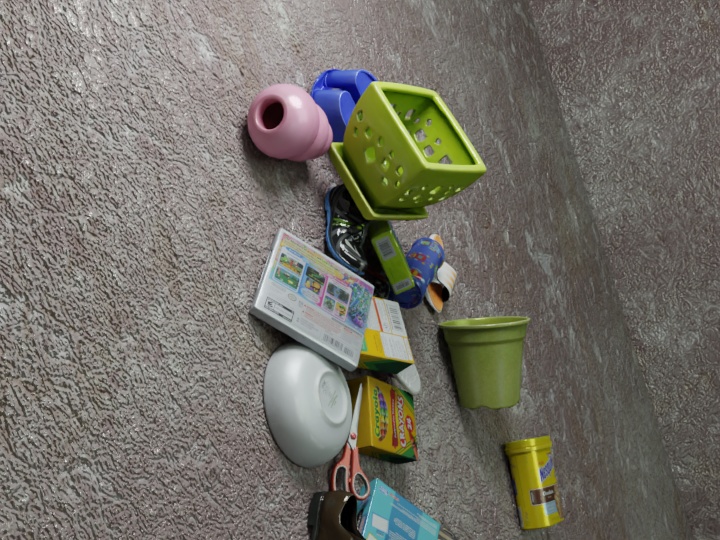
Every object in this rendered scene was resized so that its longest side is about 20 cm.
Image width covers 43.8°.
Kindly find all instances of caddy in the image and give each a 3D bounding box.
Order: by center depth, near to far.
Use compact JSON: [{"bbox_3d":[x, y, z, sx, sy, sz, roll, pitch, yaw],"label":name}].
[{"bbox_3d":[-0.019,-0.301,1.752,0.142,0.104,0.201,-56,130,-29],"label":"caddy"}]

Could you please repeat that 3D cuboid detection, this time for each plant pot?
[{"bbox_3d":[0.073,-0.200,1.617,0.198,0.181,0.201,-4,57,-50],"label":"plant pot"},{"bbox_3d":[0.276,0.201,1.950,0.200,0.199,0.186,-7,92,-62],"label":"plant pot"}]

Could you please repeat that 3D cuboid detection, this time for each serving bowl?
[{"bbox_3d":[-0.069,0.207,1.423,0.200,0.065,0.202,38,43,-47],"label":"serving bowl"}]

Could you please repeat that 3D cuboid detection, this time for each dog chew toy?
[{"bbox_3d":[-0.110,-0.244,1.543,0.200,0.124,0.126,16,61,-67],"label":"dog chew toy"}]

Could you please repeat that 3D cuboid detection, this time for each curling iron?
[{"bbox_3d":[0.000,0.000,1.701,0.200,0.025,0.050,41,39,-45],"label":"curling iron"}]

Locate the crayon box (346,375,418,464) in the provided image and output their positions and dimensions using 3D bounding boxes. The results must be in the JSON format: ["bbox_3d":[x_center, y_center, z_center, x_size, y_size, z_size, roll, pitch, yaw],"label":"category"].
[{"bbox_3d":[0.032,0.266,1.590,0.200,0.050,0.128,29,51,-52],"label":"crayon box"}]

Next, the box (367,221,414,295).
[{"bbox_3d":[0.054,-0.045,1.740,0.200,0.047,0.123,-103,168,-71],"label":"box"}]

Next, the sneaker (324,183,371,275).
[{"bbox_3d":[-0.017,-0.083,1.636,0.071,0.082,0.201,29,42,-43],"label":"sneaker"}]

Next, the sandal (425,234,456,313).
[{"bbox_3d":[0.181,-0.005,1.998,0.079,0.059,0.208,46,38,-40],"label":"sandal"}]

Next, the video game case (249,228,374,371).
[{"bbox_3d":[-0.074,0.046,1.467,0.199,0.024,0.183,32,43,-18],"label":"video game case"}]

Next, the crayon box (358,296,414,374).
[{"bbox_3d":[-0.002,0.104,1.564,0.199,0.051,0.127,16,49,-44],"label":"crayon box"}]

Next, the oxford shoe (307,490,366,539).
[{"bbox_3d":[-0.035,0.429,1.347,0.073,0.084,0.202,36,47,-51],"label":"oxford shoe"}]

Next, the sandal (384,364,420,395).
[{"bbox_3d":[0.041,0.151,1.673,0.203,0.050,0.082,53,30,-7],"label":"sandal"}]

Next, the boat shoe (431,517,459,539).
[{"bbox_3d":[0.145,0.491,1.650,0.200,0.074,0.074,40,43,-48],"label":"boat shoe"}]

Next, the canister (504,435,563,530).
[{"bbox_3d":[0.414,0.501,2.122,0.148,0.086,0.202,10,68,-59],"label":"canister"}]

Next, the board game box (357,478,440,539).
[{"bbox_3d":[0.048,0.468,1.466,0.151,0.047,0.201,39,40,-17],"label":"board game box"}]

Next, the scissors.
[{"bbox_3d":[-0.020,0.286,1.482,0.073,0.014,0.202,5,72,-27],"label":"scissors"}]

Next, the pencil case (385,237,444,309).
[{"bbox_3d":[0.116,0.008,1.853,0.200,0.077,0.088,-55,153,-57],"label":"pencil case"}]
